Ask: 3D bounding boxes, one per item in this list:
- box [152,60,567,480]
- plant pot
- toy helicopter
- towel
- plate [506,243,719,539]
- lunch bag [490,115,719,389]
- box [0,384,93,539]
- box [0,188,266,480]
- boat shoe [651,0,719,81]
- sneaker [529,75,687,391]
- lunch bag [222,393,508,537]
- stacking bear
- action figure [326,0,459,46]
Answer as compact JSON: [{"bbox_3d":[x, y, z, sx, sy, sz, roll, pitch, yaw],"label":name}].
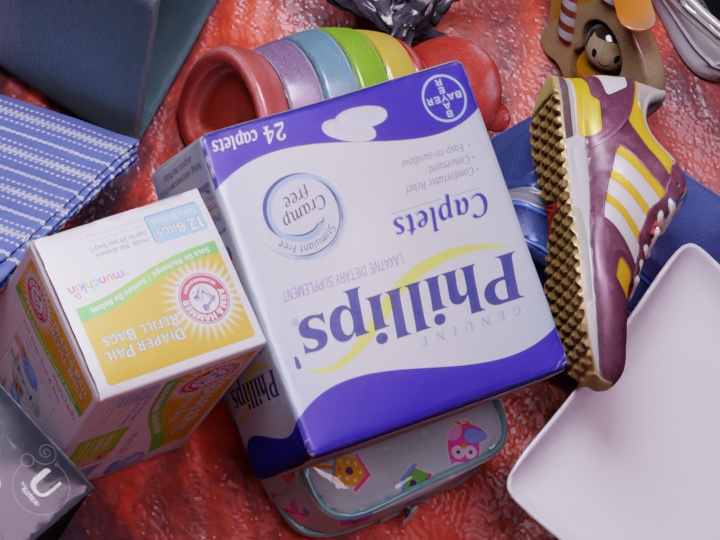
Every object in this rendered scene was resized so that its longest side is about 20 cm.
[{"bbox_3d":[0.000,0.000,1.557,0.183,0.105,0.201,-18,86,-24],"label":"box"},{"bbox_3d":[-0.184,-0.236,1.654,0.199,0.196,0.197,24,63,4],"label":"plant pot"},{"bbox_3d":[0.149,-0.193,1.775,0.079,0.132,0.200,-21,77,-25],"label":"toy helicopter"},{"bbox_3d":[-0.237,-0.052,1.578,0.144,0.024,0.200,19,32,14],"label":"towel"},{"bbox_3d":[0.208,0.119,1.612,0.200,0.032,0.200,43,75,-15],"label":"plate"},{"bbox_3d":[0.141,-0.005,1.682,0.200,0.136,0.133,32,61,-15],"label":"lunch bag"},{"bbox_3d":[-0.266,0.165,1.491,0.106,0.122,0.200,47,62,4],"label":"box"},{"bbox_3d":[-0.147,0.047,1.536,0.112,0.200,0.102,-19,76,-25],"label":"box"},{"bbox_3d":[0.222,-0.230,1.853,0.072,0.066,0.200,-22,78,-25],"label":"boat shoe"},{"bbox_3d":[0.159,-0.025,1.574,0.090,0.075,0.201,0,73,-13],"label":"sneaker"},{"bbox_3d":[-0.004,0.064,1.649,0.160,0.077,0.200,-21,77,-26],"label":"lunch bag"},{"bbox_3d":[0.001,-0.106,1.699,0.199,0.114,0.122,-11,56,-28],"label":"stacking bear"},{"bbox_3d":[0.038,-0.230,1.771,0.119,0.102,0.201,17,63,-25],"label":"action figure"}]
